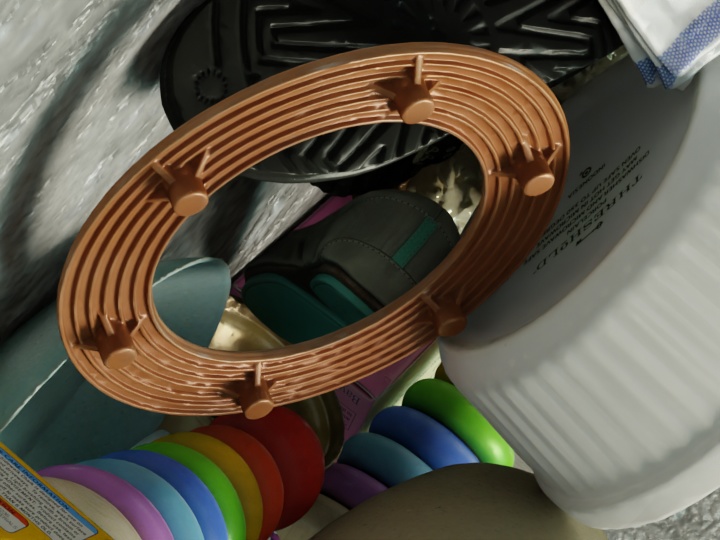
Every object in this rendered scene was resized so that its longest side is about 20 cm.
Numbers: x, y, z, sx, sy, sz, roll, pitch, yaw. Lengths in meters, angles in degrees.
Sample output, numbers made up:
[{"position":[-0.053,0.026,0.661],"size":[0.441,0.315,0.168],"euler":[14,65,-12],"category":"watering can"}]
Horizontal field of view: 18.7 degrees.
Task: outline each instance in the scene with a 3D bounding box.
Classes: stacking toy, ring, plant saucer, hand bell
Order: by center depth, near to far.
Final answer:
[{"position":[-0.012,-0.006,0.793],"size":[0.200,0.019,0.200],"euler":[-18,147,-12],"category":"ring"},{"position":[-0.072,0.095,0.856],"size":[0.085,0.085,0.200],"euler":[-57,167,25],"category":"stacking toy"},{"position":[-0.131,0.063,0.887],"size":[0.201,0.039,0.201],"euler":[-49,169,-12],"category":"plant saucer"},{"position":[-0.111,0.109,1.064],"size":[0.200,0.104,0.104],"euler":[-42,174,28],"category":"hand bell"},{"position":[0.050,0.077,1.070],"size":[0.200,0.085,0.085],"euler":[-47,168,-21],"category":"stacking toy"}]

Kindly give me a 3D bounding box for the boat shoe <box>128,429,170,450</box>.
[{"position":[-0.114,0.170,0.955],"size":[0.200,0.091,0.071],"euler":[-54,169,10],"category":"boat shoe"}]

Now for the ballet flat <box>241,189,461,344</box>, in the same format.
[{"position":[0.000,0.000,0.962],"size":[0.064,0.067,0.200],"euler":[-51,-171,-12],"category":"ballet flat"}]

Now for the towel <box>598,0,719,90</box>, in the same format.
[{"position":[0.119,-0.175,0.783],"size":[0.147,0.024,0.200],"euler":[-40,125,0],"category":"towel"}]

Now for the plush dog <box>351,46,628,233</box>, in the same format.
[{"position":[0.086,-0.050,1.067],"size":[0.200,0.172,0.161],"euler":[-3,88,-60],"category":"plush dog"}]

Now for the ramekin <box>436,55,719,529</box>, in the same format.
[{"position":[0.116,-0.004,0.890],"size":[0.202,0.094,0.202],"euler":[-45,-161,20],"category":"ramekin"}]

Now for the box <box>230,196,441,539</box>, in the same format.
[{"position":[-0.003,0.044,1.191],"size":[0.176,0.097,0.200],"euler":[-43,165,-37],"category":"box"}]

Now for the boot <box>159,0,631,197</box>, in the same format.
[{"position":[-0.005,-0.072,0.866],"size":[0.211,0.080,0.158],"euler":[-15,178,-29],"category":"boot"}]

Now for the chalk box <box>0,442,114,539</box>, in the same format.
[{"position":[-0.186,0.150,0.721],"size":[0.200,0.124,0.124],"euler":[-54,168,18],"category":"chalk box"}]

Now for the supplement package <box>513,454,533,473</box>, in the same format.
[{"position":[0.032,0.162,1.161],"size":[0.200,0.114,0.110],"euler":[-40,163,-39],"category":"supplement package"}]

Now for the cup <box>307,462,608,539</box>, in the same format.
[{"position":[0.043,0.166,0.927],"size":[0.200,0.200,0.143],"euler":[-61,-179,41],"category":"cup"}]
